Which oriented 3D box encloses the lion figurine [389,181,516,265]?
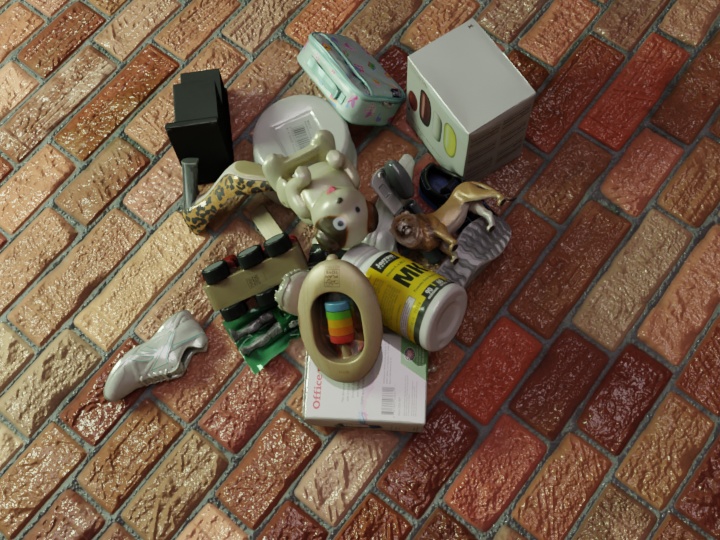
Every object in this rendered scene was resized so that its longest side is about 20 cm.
[{"bbox_3d":[0.153,-0.093,1.469,0.199,0.073,0.123,-37,56,-10],"label":"lion figurine"}]

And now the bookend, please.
[{"bbox_3d":[-0.294,-0.294,1.589,0.091,0.201,0.202,-8,68,-2],"label":"bookend"}]

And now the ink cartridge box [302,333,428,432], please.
[{"bbox_3d":[0.009,0.181,1.429,0.196,0.088,0.148,3,72,1],"label":"ink cartridge box"}]

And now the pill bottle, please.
[{"bbox_3d":[0.062,0.037,1.402,0.198,0.115,0.115,27,70,31],"label":"pill bottle"}]

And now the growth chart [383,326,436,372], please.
[{"bbox_3d":[0.061,0.101,1.512,0.142,0.018,0.203,-12,68,-3],"label":"growth chart"}]

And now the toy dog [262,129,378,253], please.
[{"bbox_3d":[-0.058,-0.109,1.446,0.138,0.196,0.200,-19,35,-18],"label":"toy dog"}]

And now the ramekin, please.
[{"bbox_3d":[-0.106,-0.223,1.608,0.197,0.098,0.204,-1,67,2],"label":"ramekin"}]

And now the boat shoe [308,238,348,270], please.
[{"bbox_3d":[0.000,0.000,1.528,0.197,0.072,0.069,14,75,15],"label":"boat shoe"}]

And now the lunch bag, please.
[{"bbox_3d":[-0.017,-0.356,1.624,0.201,0.159,0.077,51,120,22],"label":"lunch bag"}]

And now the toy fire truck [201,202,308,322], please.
[{"bbox_3d":[-0.187,-0.024,1.530,0.174,0.200,0.130,-24,106,3],"label":"toy fire truck"}]

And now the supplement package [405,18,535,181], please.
[{"bbox_3d":[0.190,-0.292,1.570,0.146,0.201,0.192,-31,69,-11],"label":"supplement package"}]

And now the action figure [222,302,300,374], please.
[{"bbox_3d":[-0.129,0.077,1.512,0.198,0.055,0.119,-31,67,-15],"label":"action figure"}]

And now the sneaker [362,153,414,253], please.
[{"bbox_3d":[0.071,-0.109,1.578,0.087,0.075,0.202,22,76,-2],"label":"sneaker"}]

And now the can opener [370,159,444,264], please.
[{"bbox_3d":[0.089,-0.098,1.521,0.053,0.066,0.201,-46,110,-25],"label":"can opener"}]

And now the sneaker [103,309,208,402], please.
[{"bbox_3d":[-0.344,0.157,1.476,0.200,0.071,0.080,-42,75,-15],"label":"sneaker"}]

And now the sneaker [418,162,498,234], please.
[{"bbox_3d":[0.184,-0.116,1.563,0.199,0.078,0.070,37,72,15],"label":"sneaker"}]

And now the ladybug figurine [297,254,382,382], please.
[{"bbox_3d":[-0.027,0.071,1.352,0.134,0.072,0.203,0,107,17],"label":"ladybug figurine"}]

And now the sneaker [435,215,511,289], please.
[{"bbox_3d":[0.179,-0.017,1.512,0.075,0.082,0.200,44,75,7],"label":"sneaker"}]

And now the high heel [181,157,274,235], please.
[{"bbox_3d":[-0.224,-0.120,1.558,0.197,0.145,0.072,8,29,9],"label":"high heel"}]

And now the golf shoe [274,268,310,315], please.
[{"bbox_3d":[-0.055,0.057,1.432,0.097,0.199,0.079,24,89,38],"label":"golf shoe"}]
